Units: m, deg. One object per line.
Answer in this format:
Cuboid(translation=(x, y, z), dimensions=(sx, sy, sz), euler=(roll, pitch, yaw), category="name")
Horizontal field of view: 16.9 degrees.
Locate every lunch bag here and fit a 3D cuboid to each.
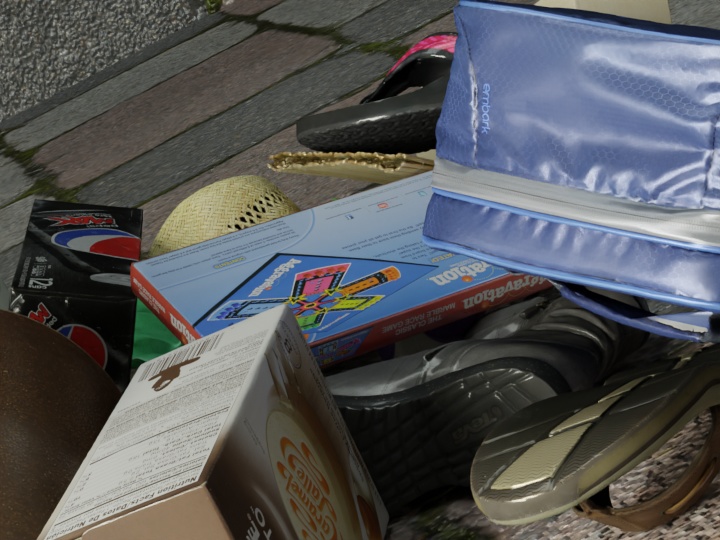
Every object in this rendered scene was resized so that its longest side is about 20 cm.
Cuboid(translation=(0.134, -0.041, 1.060), dimensions=(0.199, 0.133, 0.136), euler=(14, 10, 37), category="lunch bag")

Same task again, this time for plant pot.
Cuboid(translation=(-0.165, 0.136, 0.992), dimensions=(0.186, 0.187, 0.200), euler=(-27, 25, -3), category="plant pot")

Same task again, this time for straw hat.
Cuboid(translation=(-0.067, -0.002, 1.313), dimensions=(0.201, 0.085, 0.201), euler=(-42, -7, -6), category="straw hat")

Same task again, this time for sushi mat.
Cuboid(translation=(0.049, -0.049, 1.336), dimensions=(0.095, 0.012, 0.200), euler=(4, -2, 41), category="sushi mat")

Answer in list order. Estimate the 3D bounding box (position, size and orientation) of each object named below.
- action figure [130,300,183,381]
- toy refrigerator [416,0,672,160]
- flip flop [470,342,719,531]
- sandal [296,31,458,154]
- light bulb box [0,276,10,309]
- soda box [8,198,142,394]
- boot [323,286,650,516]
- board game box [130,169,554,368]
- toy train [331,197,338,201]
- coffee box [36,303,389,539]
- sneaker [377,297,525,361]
Cuboid(translation=(-0.122, 0.043, 1.482), dimensions=(0.118, 0.055, 0.200), euler=(-32, 21, -30), category="action figure")
Cuboid(translation=(0.107, -0.098, 1.407), dimensions=(0.070, 0.076, 0.200), euler=(-3, -15, -27), category="toy refrigerator")
Cuboid(translation=(0.112, 0.069, 0.950), dimensions=(0.081, 0.058, 0.200), euler=(-14, 2, 28), category="flip flop")
Cuboid(translation=(0.060, -0.103, 1.271), dimensions=(0.199, 0.045, 0.075), euler=(-17, -15, 18), category="sandal")
Cuboid(translation=(-0.307, 0.109, 1.422), dimensions=(0.198, 0.125, 0.200), euler=(-21, 13, 23), category="light bulb box")
Cuboid(translation=(-0.148, 0.018, 1.267), dimensions=(0.063, 0.071, 0.200), euler=(5, 14, -6), category="soda box")
Cuboid(translation=(0.031, 0.062, 1.125), dimensions=(0.199, 0.070, 0.132), euler=(-8, 16, 27), category="boot")
Cuboid(translation=(0.000, 0.000, 1.177), dimensions=(0.199, 0.020, 0.103), euler=(-18, 37, -27), category="board game box")
Cuboid(translation=(-0.023, -0.012, 1.481), dimensions=(0.056, 0.042, 0.200), euler=(-34, 3, 5), category="toy train")
Cuboid(translation=(-0.054, 0.108, 0.978), dimensions=(0.079, 0.115, 0.200), euler=(-22, 15, 14), category="coffee box")
Cuboid(translation=(0.041, -0.003, 1.282), dimensions=(0.080, 0.084, 0.200), euler=(-23, 13, 12), category="sneaker")
